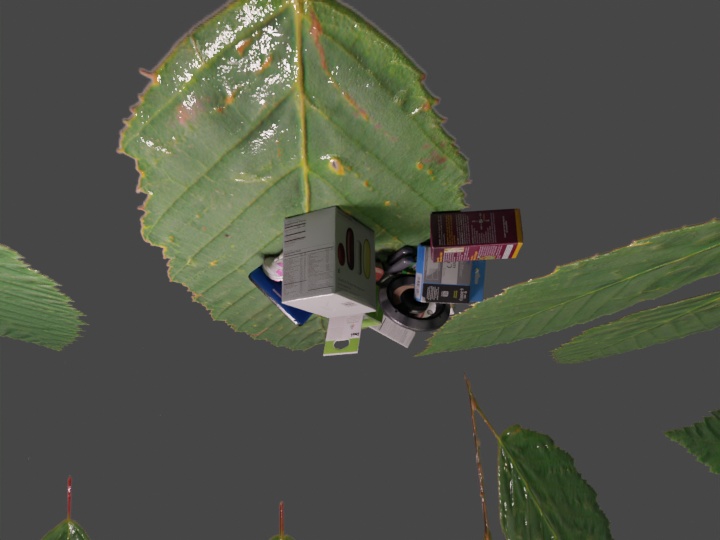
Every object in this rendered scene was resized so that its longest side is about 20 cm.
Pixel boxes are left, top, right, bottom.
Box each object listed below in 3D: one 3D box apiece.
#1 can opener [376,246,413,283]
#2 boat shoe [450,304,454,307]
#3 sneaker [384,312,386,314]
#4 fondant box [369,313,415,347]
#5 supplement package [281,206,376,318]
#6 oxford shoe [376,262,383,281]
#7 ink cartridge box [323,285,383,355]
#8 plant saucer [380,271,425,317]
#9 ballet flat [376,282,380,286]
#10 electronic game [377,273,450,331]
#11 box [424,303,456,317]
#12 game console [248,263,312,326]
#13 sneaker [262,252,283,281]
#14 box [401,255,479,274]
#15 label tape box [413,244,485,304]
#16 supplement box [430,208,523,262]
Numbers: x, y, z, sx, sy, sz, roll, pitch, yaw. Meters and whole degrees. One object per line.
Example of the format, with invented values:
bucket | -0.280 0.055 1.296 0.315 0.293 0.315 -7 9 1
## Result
can opener | 0.074 -0.014 1.512 0.067 0.054 0.200 6 161 -21
boat shoe | 0.222 0.060 1.619 0.075 0.069 0.200 31 176 -23
sneaker | 0.102 0.116 1.829 0.199 0.091 0.076 -2 158 -26
fondant box | 0.059 0.159 1.681 0.199 0.058 0.144 30 176 -6
supplement package | -0.068 -0.011 1.272 0.147 0.201 0.191 -10 161 28
oxford shoe | 0.000 0.000 1.523 0.070 0.075 0.200 22 155 -27
ink cartridge box | -0.016 0.144 1.511 0.076 0.201 0.147 28 152 -37
plant saucer | 0.116 0.070 1.641 0.200 0.034 0.201 24 138 24
ballet flat | 0.003 0.039 1.640 0.072 0.072 0.200 11 170 -32
electronic game | 0.144 0.082 1.461 0.199 0.201 0.042 4 134 -14
box | 0.202 0.091 1.729 0.199 0.117 0.060 -10 122 29
game console | -0.238 0.086 1.549 0.118 0.200 0.171 -46 -178 24
sneaker | -0.183 -0.023 1.454 0.199 0.089 0.081 8 -149 33
box | 0.223 -0.014 1.530 0.199 0.049 0.117 1 164 -12
label tape box | 0.246 0.011 1.429 0.199 0.145 0.063 3 -176 -13
supplement box | 0.260 -0.078 1.256 0.199 0.086 0.110 -3 163 7
